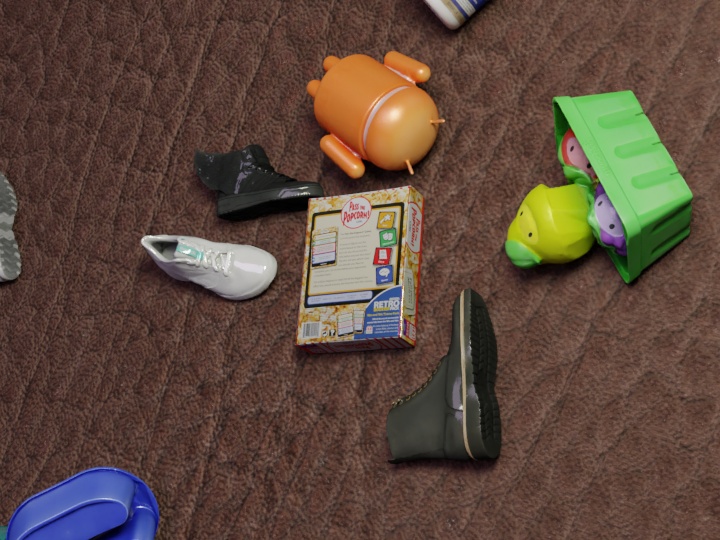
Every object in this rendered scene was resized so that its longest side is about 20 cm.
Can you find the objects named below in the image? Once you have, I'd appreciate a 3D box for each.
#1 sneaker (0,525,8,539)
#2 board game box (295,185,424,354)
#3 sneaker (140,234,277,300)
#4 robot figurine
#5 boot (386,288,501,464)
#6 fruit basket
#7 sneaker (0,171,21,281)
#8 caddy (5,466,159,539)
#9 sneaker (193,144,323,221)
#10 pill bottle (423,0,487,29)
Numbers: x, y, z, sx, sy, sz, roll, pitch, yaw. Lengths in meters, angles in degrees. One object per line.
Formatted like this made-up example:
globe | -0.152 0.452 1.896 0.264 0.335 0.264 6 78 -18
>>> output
sneaker | -0.453 0.357 1.714 0.120 0.084 0.201 26 86 24
board game box | 0.000 0.000 1.620 0.151 0.046 0.201 -5 69 27
sneaker | -0.209 -0.013 1.715 0.199 0.088 0.076 8 74 30
robot figurine | 0.019 -0.202 1.648 0.144 0.117 0.200 -32 51 -28
boot | 0.087 0.128 1.510 0.138 0.077 0.201 -12 65 30
fruit basket | 0.254 -0.082 1.465 0.214 0.156 0.217 -5 62 9
sneaker | -0.574 -0.071 1.944 0.082 0.075 0.201 -20 63 19
caddy | -0.352 0.336 1.618 0.199 0.142 0.105 -26 18 -2
sneaker | -0.139 -0.129 1.738 0.199 0.060 0.105 -10 71 29
pill bottle | 0.156 -0.419 1.655 0.200 0.116 0.116 -41 57 9
